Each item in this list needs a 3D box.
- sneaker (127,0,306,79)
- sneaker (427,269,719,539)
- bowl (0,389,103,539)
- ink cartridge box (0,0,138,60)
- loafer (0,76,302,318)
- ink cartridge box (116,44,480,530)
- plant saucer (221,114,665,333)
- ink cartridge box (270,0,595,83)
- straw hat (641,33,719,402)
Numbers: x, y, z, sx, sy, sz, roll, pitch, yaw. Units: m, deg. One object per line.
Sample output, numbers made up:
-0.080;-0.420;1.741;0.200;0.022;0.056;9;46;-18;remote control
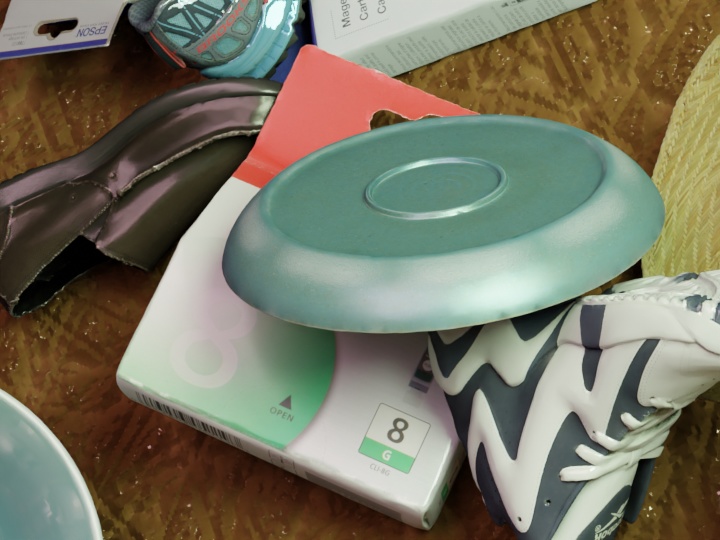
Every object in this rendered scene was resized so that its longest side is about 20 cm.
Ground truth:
-0.072;-0.198;1.478;0.079;0.095;0.201;-15;66;52;sneaker
0.115;0.071;1.262;0.199;0.079;0.130;-5;96;40;sneaker
-0.227;0.150;1.384;0.200;0.105;0.201;4;73;-14;bowl
-0.126;-0.195;1.564;0.099;0.039;0.200;-1;63;43;ink cartridge box
-0.108;-0.033;1.475;0.200;0.073;0.071;-26;69;20;loafer
0.000;0.000;1.378;0.161;0.050;0.200;23;78;10;ink cartridge box
0.035;-0.028;1.302;0.200;0.027;0.200;-7;25;3;plant saucer
0.013;-0.194;1.506;0.200;0.043;0.197;-19;59;15;ink cartridge box
0.212;-0.029;1.285;0.201;0.085;0.202;-40;44;54;straw hat
